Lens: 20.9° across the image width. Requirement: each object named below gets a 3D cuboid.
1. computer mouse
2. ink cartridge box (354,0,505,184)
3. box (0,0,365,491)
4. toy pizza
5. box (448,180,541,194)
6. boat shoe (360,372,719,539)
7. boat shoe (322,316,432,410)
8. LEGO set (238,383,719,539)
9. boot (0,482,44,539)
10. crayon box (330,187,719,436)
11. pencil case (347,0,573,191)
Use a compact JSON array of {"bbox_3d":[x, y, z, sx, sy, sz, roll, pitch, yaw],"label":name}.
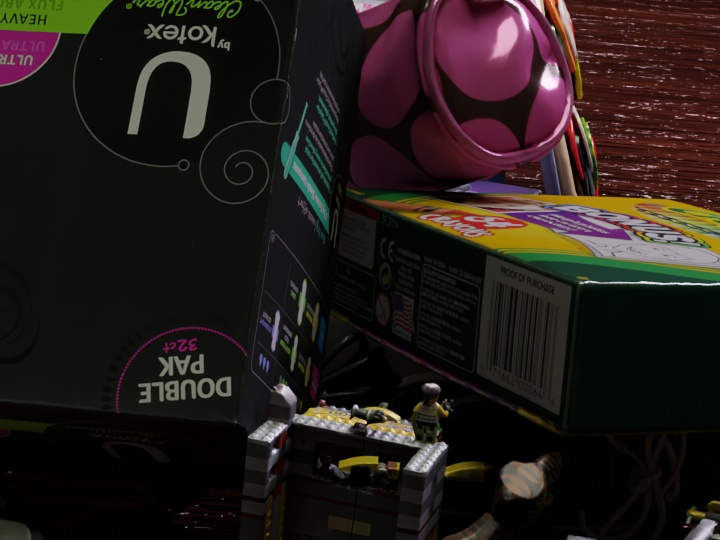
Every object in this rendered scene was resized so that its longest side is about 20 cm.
[{"bbox_3d":[-0.064,0.046,0.863,0.110,0.044,0.200,-33,23,-11],"label":"computer mouse"},{"bbox_3d":[-0.006,-0.119,1.260,0.200,0.147,0.146,5,32,-1],"label":"ink cartridge box"},{"bbox_3d":[-0.088,-0.028,0.738,0.148,0.200,0.124,4,-17,11],"label":"box"},{"bbox_3d":[0.124,-0.101,1.200,0.032,0.201,0.200,-9,14,8],"label":"toy pizza"},{"bbox_3d":[0.000,0.000,1.023,0.141,0.079,0.200,8,16,18],"label":"box"},{"bbox_3d":[0.099,0.073,0.795,0.200,0.075,0.062,5,14,4],"label":"boat shoe"},{"bbox_3d":[0.059,0.045,0.879,0.200,0.071,0.063,16,33,15],"label":"boat shoe"},{"bbox_3d":[0.046,0.087,0.643,0.200,0.116,0.154,12,17,23],"label":"LEGO set"},{"bbox_3d":[-0.200,0.083,0.696,0.130,0.068,0.200,-1,24,-36],"label":"boot"},{"bbox_3d":[0.103,0.010,0.765,0.172,0.058,0.200,0,12,-26],"label":"crayon box"},{"bbox_3d":[0.008,-0.076,0.869,0.091,0.094,0.200,2,-7,-33],"label":"pencil case"}]
